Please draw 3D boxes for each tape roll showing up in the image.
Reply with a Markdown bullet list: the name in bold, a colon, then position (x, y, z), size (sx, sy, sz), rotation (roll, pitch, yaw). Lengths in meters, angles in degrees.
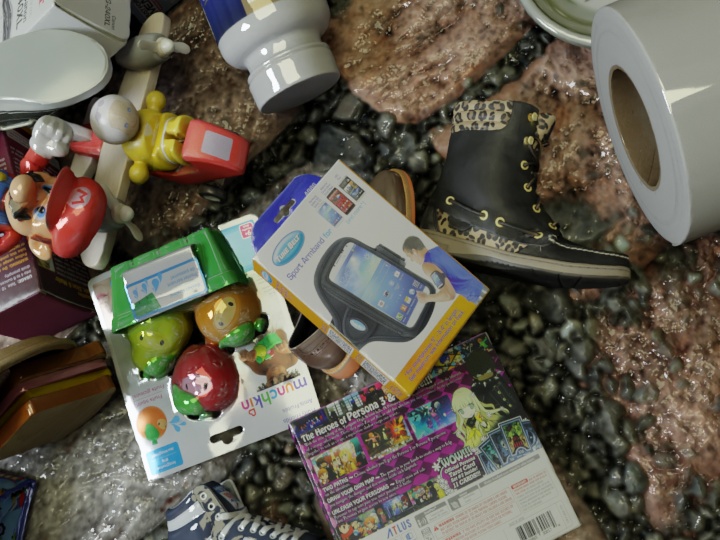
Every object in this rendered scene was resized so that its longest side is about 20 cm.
- **tape roll**: position (0.287, -0.140, 0.669), size (0.136, 0.203, 0.207), rotation (-19, 74, 6)

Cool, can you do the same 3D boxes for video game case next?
- **video game case**: position (0.061, 0.175, 0.702), size (0.196, 0.036, 0.184), rotation (-23, 74, -13)

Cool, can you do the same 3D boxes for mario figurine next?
- **mario figurine**: position (-0.314, -0.069, 0.713), size (0.195, 0.106, 0.126), rotation (7, 109, 15)

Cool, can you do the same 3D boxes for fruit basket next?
- **fruit basket**: position (-0.151, 0.071, 0.771), size (0.182, 0.094, 0.204), rotation (-20, 77, 7)

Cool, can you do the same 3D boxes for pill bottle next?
- **pill bottle**: position (-0.097, -0.268, 0.812), size (0.118, 0.120, 0.204), rotation (-23, 89, 5)

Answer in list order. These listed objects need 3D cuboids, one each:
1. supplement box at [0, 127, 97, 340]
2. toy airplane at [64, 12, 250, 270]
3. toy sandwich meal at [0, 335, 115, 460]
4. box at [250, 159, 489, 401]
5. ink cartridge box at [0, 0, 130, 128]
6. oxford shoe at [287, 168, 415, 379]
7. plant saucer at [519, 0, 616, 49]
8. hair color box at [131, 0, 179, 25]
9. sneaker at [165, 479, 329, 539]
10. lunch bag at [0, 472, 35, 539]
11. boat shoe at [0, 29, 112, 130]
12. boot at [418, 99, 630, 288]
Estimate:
- **supplement box**: position (-0.348, -0.042, 0.828), size (0.084, 0.110, 0.204), rotation (-22, 73, 6)
- **toy airplane**: position (-0.228, -0.133, 0.807), size (0.197, 0.141, 0.202), rotation (-34, 73, 3)
- **toy sandwich meal**: position (-0.319, 0.135, 0.741), size (0.204, 0.205, 0.071), rotation (-40, 84, 1)
- **box**: position (0.000, 0.000, 0.711), size (0.199, 0.042, 0.120), rotation (40, 74, 2)
- **ink cartridge box**: position (-0.324, -0.253, 0.835), size (0.198, 0.083, 0.148), rotation (-26, 58, 33)
- **oxford shoe**: position (-0.007, -0.006, 0.755), size (0.071, 0.072, 0.204), rotation (7, 75, 52)
- **plant saucer**: position (0.241, -0.298, 0.793), size (0.195, 0.050, 0.205), rotation (-2, 77, 11)
- **hair color box**: position (-0.194, -0.374, 0.898), size (0.199, 0.061, 0.100), rotation (-38, 73, 1)
- **sneaker**: position (-0.086, 0.235, 0.731), size (0.195, 0.070, 0.111), rotation (-13, 77, 12)
- **lunch bag**: position (-0.412, 0.296, 0.789), size (0.147, 0.094, 0.205), rotation (7, 91, 12)
- **boat shoe**: position (-0.321, -0.170, 0.767), size (0.195, 0.064, 0.072), rotation (-9, 78, 3)
- **boot**: position (0.154, -0.069, 0.749), size (0.196, 0.073, 0.154), rotation (10, 82, 21)
